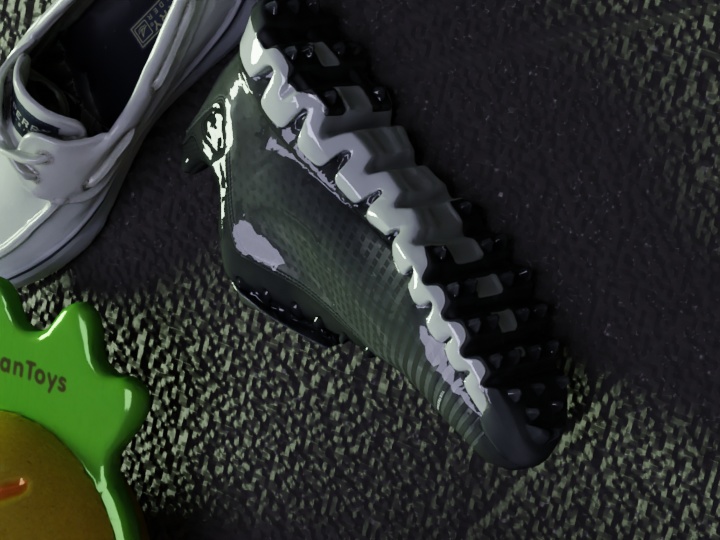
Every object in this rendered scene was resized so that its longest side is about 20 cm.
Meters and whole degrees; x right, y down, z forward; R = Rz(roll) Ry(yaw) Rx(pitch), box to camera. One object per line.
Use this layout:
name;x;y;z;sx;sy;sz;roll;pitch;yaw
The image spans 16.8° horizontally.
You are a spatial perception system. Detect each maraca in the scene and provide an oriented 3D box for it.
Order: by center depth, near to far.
maraca;-0.137;0.105;0.960;0.137;0.107;0.201;14;103;28

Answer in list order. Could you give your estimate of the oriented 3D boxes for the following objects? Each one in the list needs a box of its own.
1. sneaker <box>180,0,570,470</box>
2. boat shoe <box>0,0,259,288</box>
sneaker;0.000;0.000;0.895;0.090;0.066;0.200;-44;71;30
boat shoe;-0.113;-0.063;0.948;0.200;0.066;0.072;-42;76;27
